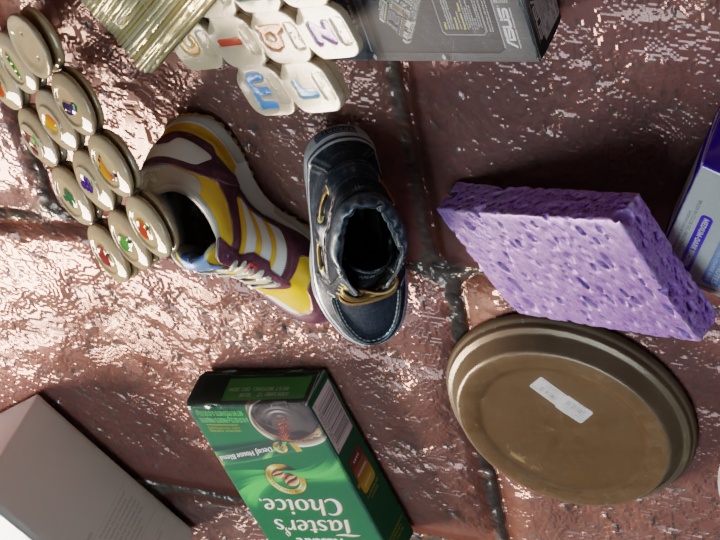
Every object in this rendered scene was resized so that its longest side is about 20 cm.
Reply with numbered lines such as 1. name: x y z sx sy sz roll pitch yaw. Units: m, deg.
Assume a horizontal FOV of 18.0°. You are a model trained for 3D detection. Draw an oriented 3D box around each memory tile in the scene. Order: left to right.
1. memory tile: -0.203 -0.086 1.622 0.201 0.017 0.153 59 155 -4

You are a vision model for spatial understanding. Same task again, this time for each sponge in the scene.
1. sponge: 0.144 -0.008 1.533 0.112 0.030 0.199 51 157 -26

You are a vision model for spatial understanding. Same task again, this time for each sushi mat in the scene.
1. sushi mat: -0.137 -0.203 1.503 0.096 0.012 0.200 48 149 -3

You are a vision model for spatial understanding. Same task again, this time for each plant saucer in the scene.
1. plant saucer: 0.155 0.112 1.716 0.199 0.030 0.201 16 139 14

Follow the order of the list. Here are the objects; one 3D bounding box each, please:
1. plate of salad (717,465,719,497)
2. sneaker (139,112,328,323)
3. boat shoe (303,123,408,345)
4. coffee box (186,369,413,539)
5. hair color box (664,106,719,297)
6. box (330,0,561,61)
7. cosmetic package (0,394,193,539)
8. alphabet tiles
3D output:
1. plate of salad: 0.357 0.181 1.666 0.199 0.048 0.201 16 140 14
2. sneaker: -0.093 -0.016 1.662 0.075 0.090 0.200 -18 123 40
3. boat shoe: 0.000 0.000 1.613 0.070 0.091 0.201 -15 133 -3
4. coffee box: -0.048 0.165 1.871 0.122 0.044 0.201 -2 133 30
5. hair color box: 0.302 -0.015 1.470 0.199 0.065 0.110 21 140 4
6. box: 0.026 -0.220 1.409 0.157 0.048 0.201 4 135 28
7. cosmetic package: -0.295 0.239 2.026 0.200 0.123 0.199 43 138 -21
8. alphabet tiles: -0.083 -0.188 1.487 0.195 0.015 0.201 0 129 51
